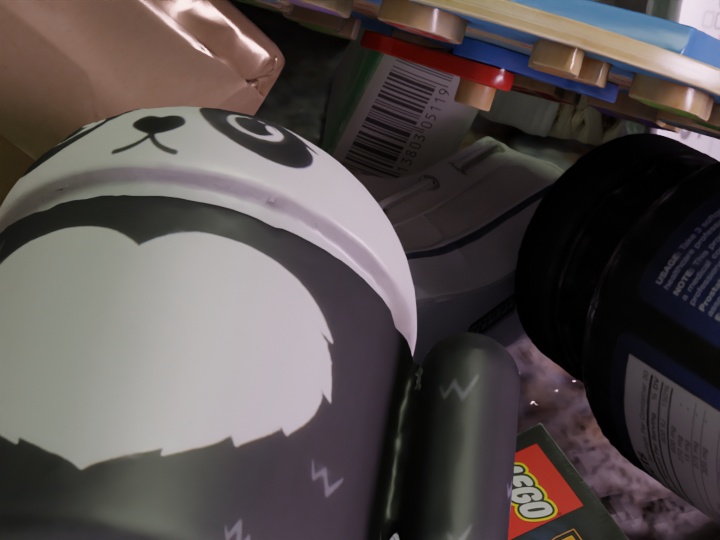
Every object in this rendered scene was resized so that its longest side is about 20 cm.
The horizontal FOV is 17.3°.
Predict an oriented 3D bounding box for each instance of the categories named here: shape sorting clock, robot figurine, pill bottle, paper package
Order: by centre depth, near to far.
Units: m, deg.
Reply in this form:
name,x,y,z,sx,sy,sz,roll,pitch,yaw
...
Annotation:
name,x,y,z,sx,sy,sz,roll,pitch,yaw
robot figurine,-0.052,0.050,0.602,0.150,0.125,0.200,29,49,-20
paper package,-0.146,-0.101,0.716,0.191,0.103,0.200,38,1,-38
shape sorting clock,0.039,-0.068,0.717,0.200,0.039,0.200,15,6,-2
pill bottle,0.139,0.031,0.722,0.112,0.112,0.200,-12,30,-32

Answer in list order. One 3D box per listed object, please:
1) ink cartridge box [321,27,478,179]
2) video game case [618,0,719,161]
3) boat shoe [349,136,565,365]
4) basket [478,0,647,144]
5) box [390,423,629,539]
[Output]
name,x,y,z,sx,sy,sz,roll,pitch,yaw
ink cartridge box,0.040,-0.144,0.897,0.050,0.161,0.200,18,39,-12
video game case,0.183,-0.084,0.852,0.200,0.182,0.022,3,14,-34
boat shoe,0.002,-0.004,0.789,0.086,0.075,0.202,36,39,20
basket,0.132,-0.144,0.960,0.123,0.136,0.200,19,39,-6
box,0.041,0.146,0.625,0.137,0.040,0.200,-24,53,-17
